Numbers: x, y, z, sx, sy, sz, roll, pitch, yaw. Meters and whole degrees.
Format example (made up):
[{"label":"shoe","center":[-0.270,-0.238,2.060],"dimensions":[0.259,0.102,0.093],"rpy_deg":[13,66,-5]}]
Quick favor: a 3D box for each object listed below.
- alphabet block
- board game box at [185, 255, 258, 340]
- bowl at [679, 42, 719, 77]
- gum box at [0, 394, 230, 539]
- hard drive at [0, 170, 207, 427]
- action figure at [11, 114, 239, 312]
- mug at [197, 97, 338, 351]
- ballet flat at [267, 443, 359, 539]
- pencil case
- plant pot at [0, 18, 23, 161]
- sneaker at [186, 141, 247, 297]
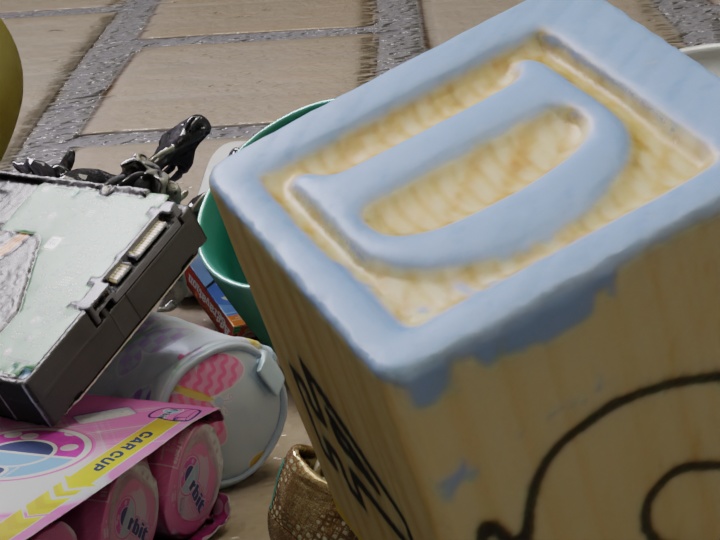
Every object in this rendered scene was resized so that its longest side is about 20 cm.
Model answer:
[{"label":"alphabet block","center":[0.078,0.032,0.910],"dimensions":[0.195,0.201,0.196],"rpy_deg":[-28,35,-9]},{"label":"board game box","center":[-0.024,-0.008,1.467],"dimensions":[0.199,0.020,0.103],"rpy_deg":[-13,45,-30]},{"label":"bowl","center":[0.235,-0.050,1.415],"dimensions":[0.200,0.202,0.091],"rpy_deg":[-2,54,4]},{"label":"gum box","center":[-0.155,0.118,1.045],"dimensions":[0.113,0.067,0.200],"rpy_deg":[3,17,25]},{"label":"hard drive","center":[-0.192,0.009,1.150],"dimensions":[0.199,0.038,0.140],"rpy_deg":[7,49,41]},{"label":"action figure","center":[-0.149,-0.029,1.370],"dimensions":[0.119,0.102,0.200],"rpy_deg":[35,33,17]},{"label":"mug","center":[-0.009,-0.001,1.320],"dimensions":[0.151,0.115,0.186],"rpy_deg":[-17,44,19]},{"label":"ballet flat","center":[0.054,0.105,1.050],"dimensions":[0.199,0.066,0.071],"rpy_deg":[-4,16,-1]},{"label":"pencil case","center":[-0.122,0.058,1.219],"dimensions":[0.090,0.084,0.200],"rpy_deg":[-31,28,-24]},{"label":"plant pot","center":[-0.324,-0.087,1.436],"dimensions":[0.199,0.201,0.142],"rpy_deg":[-4,39,-3]},{"label":"sneaker","center":[-0.077,-0.033,1.564],"dimensions":[0.084,0.073,0.200],"rpy_deg":[2,28,10]}]
